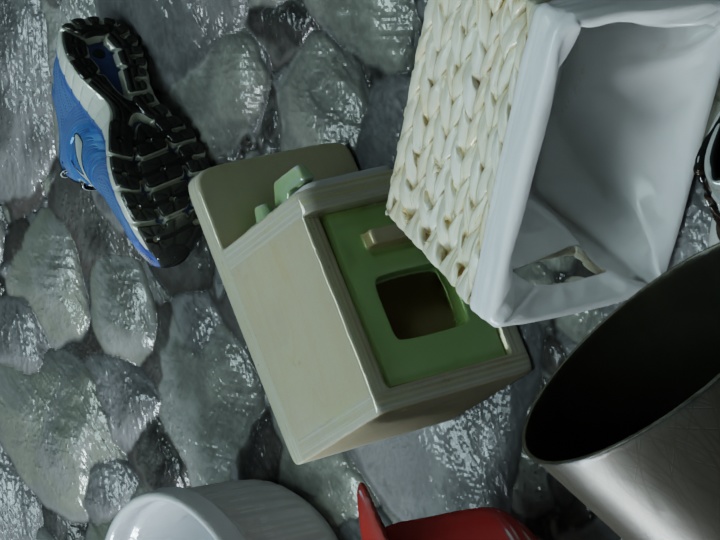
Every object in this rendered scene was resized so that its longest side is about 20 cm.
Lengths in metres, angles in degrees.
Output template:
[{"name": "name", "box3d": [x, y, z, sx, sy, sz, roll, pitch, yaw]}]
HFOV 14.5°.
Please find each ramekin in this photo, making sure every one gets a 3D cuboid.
[{"name": "ramekin", "box3d": [-0.086, 0.242, 1.981, 0.200, 0.105, 0.202, 20, 115, 48]}]

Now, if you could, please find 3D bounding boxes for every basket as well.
[{"name": "basket", "box3d": [0.109, -0.089, 1.607, 0.123, 0.135, 0.201, 43, 132, 41]}, {"name": "basket", "box3d": [0.211, 0.110, 1.483, 0.200, 0.180, 0.136, 52, 174, -21]}]

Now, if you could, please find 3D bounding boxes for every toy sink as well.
[{"name": "toy sink", "box3d": [0.000, 0.000, 1.776, 0.112, 0.130, 0.201, -35, 72, 51]}]

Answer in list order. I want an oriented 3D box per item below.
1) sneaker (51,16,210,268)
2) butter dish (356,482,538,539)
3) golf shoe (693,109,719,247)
[{"name": "sneaker", "box3d": [-0.167, -0.082, 2.020, 0.201, 0.078, 0.089, 65, 149, 28]}, {"name": "butter dish", "box3d": [0.097, 0.228, 1.717, 0.200, 0.147, 0.201, 70, 177, -51]}, {"name": "golf shoe", "box3d": [0.209, -0.043, 1.523, 0.078, 0.094, 0.201, 38, 130, 37]}]
